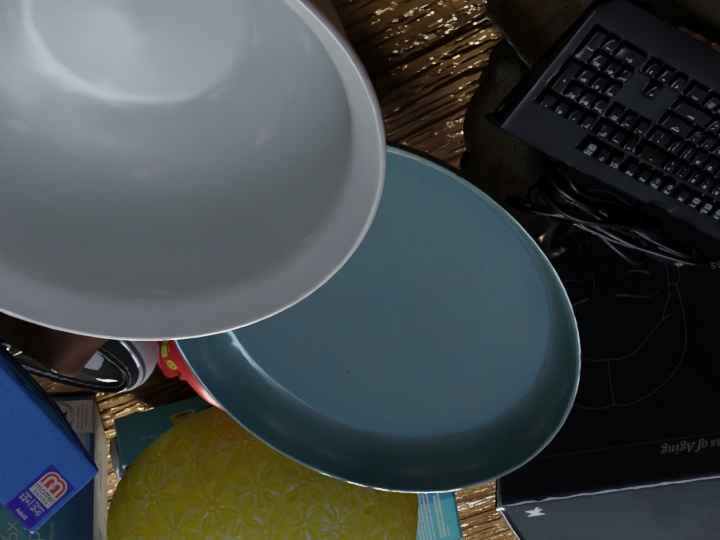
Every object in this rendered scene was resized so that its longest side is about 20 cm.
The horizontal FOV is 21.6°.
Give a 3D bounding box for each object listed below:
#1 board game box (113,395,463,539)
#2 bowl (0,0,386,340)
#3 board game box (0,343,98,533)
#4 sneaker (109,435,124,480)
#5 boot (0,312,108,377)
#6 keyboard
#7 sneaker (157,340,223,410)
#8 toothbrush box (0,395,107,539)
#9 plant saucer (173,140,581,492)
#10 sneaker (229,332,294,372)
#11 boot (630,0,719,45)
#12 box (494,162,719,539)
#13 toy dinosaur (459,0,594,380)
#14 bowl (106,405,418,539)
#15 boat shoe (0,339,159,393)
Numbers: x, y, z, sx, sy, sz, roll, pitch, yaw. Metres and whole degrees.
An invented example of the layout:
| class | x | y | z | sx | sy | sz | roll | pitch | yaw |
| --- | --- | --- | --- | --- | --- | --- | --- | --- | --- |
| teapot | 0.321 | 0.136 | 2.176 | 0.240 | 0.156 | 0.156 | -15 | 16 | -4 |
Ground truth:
| class | x | y | z | sx | sy | sz | roll | pitch | yaw |
| --- | --- | --- | --- | --- | --- | --- | --- | --- | --- |
| board game box | -0.043 | 0.135 | 1.213 | 0.200 | 0.047 | 0.151 | -15 | 131 | -4 |
| bowl | -0.087 | -0.073 | 0.686 | 0.201 | 0.090 | 0.201 | 3 | 137 | 3 |
| board game box | -0.211 | 0.020 | 0.868 | 0.200 | 0.045 | 0.152 | 49 | 173 | -17 |
| sneaker | -0.071 | 0.122 | 1.271 | 0.200 | 0.078 | 0.077 | 5 | 140 | -25 |
| boot | -0.112 | -0.030 | 0.862 | 0.166 | 0.072 | 0.200 | -43 | 157 | -2 |
| keyboard | 0.144 | -0.037 | 0.811 | 0.200 | 0.040 | 0.104 | 22 | 122 | -35 |
| sneaker | -0.079 | 0.048 | 1.062 | 0.085 | 0.077 | 0.200 | -1 | 175 | 12 |
| toothbrush box | -0.271 | 0.167 | 1.245 | 0.200 | 0.147 | 0.085 | -2 | 154 | 0 |
| plant saucer | 0.005 | 0.017 | 0.852 | 0.200 | 0.027 | 0.200 | 12 | 130 | 15 |
| sneaker | 0.000 | 0.000 | 0.993 | 0.076 | 0.091 | 0.200 | 21 | -167 | 21 |
| boot | 0.157 | -0.129 | 0.804 | 0.097 | 0.075 | 0.200 | 16 | 160 | 9 |
| box | 0.168 | 0.032 | 0.960 | 0.200 | 0.197 | 0.124 | -9 | 153 | 13 |
| toy dinosaur | 0.071 | -0.054 | 0.853 | 0.077 | 0.200 | 0.102 | 17 | -176 | 18 |
| bowl | -0.051 | 0.183 | 1.148 | 0.200 | 0.108 | 0.200 | -8 | 130 | -10 |
| boat shoe | -0.204 | 0.023 | 0.982 | 0.200 | 0.057 | 0.069 | 25 | 138 | -7 |
